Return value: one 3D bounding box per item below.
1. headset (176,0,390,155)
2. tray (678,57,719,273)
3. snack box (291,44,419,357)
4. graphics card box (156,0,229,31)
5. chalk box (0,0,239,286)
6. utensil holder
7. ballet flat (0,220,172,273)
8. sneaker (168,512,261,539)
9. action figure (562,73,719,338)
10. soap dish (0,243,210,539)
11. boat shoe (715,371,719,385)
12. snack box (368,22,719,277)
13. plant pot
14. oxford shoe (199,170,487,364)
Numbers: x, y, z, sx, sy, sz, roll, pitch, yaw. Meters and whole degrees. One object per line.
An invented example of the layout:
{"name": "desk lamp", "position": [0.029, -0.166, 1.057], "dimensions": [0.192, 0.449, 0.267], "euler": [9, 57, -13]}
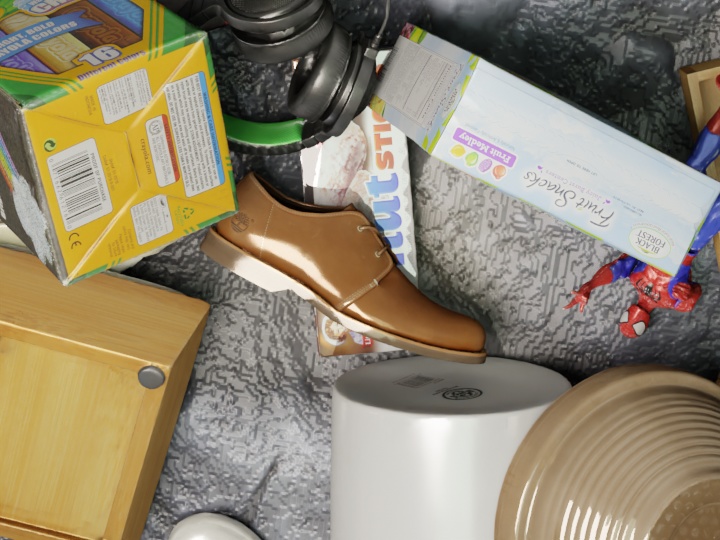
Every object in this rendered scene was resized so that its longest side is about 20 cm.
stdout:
{"name": "headset", "position": [-0.031, -0.149, 1.217], "dimensions": [0.199, 0.094, 0.124], "euler": [-23, 128, 27]}
{"name": "tray", "position": [0.280, -0.046, 1.298], "dimensions": [0.098, 0.037, 0.202], "euler": [-13, 104, 1]}
{"name": "snack box", "position": [-0.001, -0.045, 1.296], "dimensions": [0.071, 0.024, 0.202], "euler": [-5, 103, -2]}
{"name": "graphics card box", "position": [-0.052, -0.231, 1.239], "dimensions": [0.198, 0.051, 0.127], "euler": [-15, 103, 1]}
{"name": "chalk box", "position": [-0.179, -0.102, 1.202], "dimensions": [0.123, 0.200, 0.126], "euler": [-24, 125, -21]}
{"name": "utensil holder", "position": [0.061, 0.171, 1.276], "dimensions": [0.168, 0.170, 0.202], "euler": [0, 102, -1]}
{"name": "ballet flat", "position": [-0.187, -0.027, 1.282], "dimensions": [0.198, 0.070, 0.070], "euler": [-1, 103, 1]}
{"name": "sneaker", "position": [-0.075, 0.263, 1.333], "dimensions": [0.075, 0.089, 0.201], "euler": [-21, 102, 5]}
{"name": "action figure", "position": [0.200, -0.023, 1.250], "dimensions": [0.065, 0.099, 0.201], "euler": [35, 130, 17]}
{"name": "soap dish", "position": [-0.197, 0.091, 1.268], "dimensions": [0.156, 0.081, 0.201], "euler": [15, 121, -7]}
{"name": "boat shoe", "position": [0.250, 0.105, 1.318], "dimensions": [0.199, 0.072, 0.077], "euler": [-18, 60, 18]}
{"name": "snack box", "position": [0.104, -0.078, 1.189], "dimensions": [0.168, 0.200, 0.068], "euler": [26, 96, -15]}
{"name": "plant pot", "position": [0.189, 0.163, 1.195], "dimensions": [0.199, 0.093, 0.203], "euler": [-4, 99, -25]}
{"name": "oxford shoe", "position": [0.000, 0.000, 1.260], "dimensions": [0.199, 0.071, 0.072], "euler": [27, 96, -5]}
